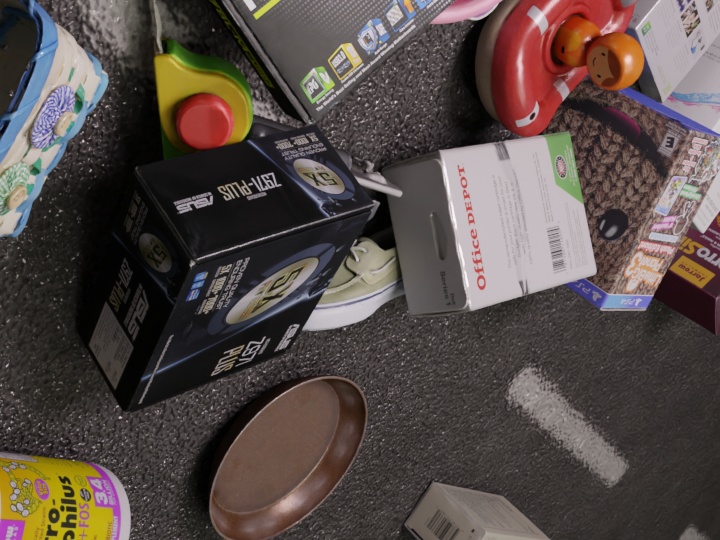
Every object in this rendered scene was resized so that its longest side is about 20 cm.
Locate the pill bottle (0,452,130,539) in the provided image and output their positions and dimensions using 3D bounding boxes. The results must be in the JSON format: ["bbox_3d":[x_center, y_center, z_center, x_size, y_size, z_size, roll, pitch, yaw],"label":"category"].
[{"bbox_3d":[-0.278,0.191,0.868,0.200,0.104,0.105,21,103,-53],"label":"pill bottle"}]

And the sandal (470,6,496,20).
[{"bbox_3d":[0.072,-0.264,0.927,0.202,0.050,0.083,18,104,-52],"label":"sandal"}]

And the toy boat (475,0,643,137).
[{"bbox_3d":[0.202,-0.207,1.051,0.200,0.131,0.131,-47,143,-8],"label":"toy boat"}]

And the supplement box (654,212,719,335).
[{"bbox_3d":[0.505,-0.023,1.560,0.200,0.110,0.086,-40,142,-18],"label":"supplement box"}]

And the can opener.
[{"bbox_3d":[-0.041,-0.078,0.954,0.199,0.053,0.067,11,110,-50],"label":"can opener"}]

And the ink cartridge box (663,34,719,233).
[{"bbox_3d":[0.415,-0.167,1.360,0.201,0.087,0.145,-56,144,0],"label":"ink cartridge box"}]

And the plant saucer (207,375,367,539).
[{"bbox_3d":[-0.078,0.183,1.146,0.200,0.034,0.201,-30,138,-30],"label":"plant saucer"}]

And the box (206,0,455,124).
[{"bbox_3d":[-0.020,-0.235,0.769,0.200,0.047,0.194,-41,124,-10],"label":"box"}]

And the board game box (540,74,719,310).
[{"bbox_3d":[0.260,-0.084,1.194,0.096,0.159,0.201,2,117,-48],"label":"board game box"}]

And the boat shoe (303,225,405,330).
[{"bbox_3d":[0.000,0.000,1.065,0.199,0.072,0.063,-24,117,-43],"label":"boat shoe"}]

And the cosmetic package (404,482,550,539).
[{"bbox_3d":[0.155,0.341,1.478,0.071,0.105,0.200,-56,143,7],"label":"cosmetic package"}]

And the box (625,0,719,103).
[{"bbox_3d":[0.362,-0.300,1.236,0.200,0.036,0.144,-49,144,-4],"label":"box"}]

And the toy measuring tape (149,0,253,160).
[{"bbox_3d":[-0.111,-0.150,0.802,0.073,0.073,0.201,-25,130,-33],"label":"toy measuring tape"}]

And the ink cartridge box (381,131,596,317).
[{"bbox_3d":[0.125,-0.046,1.085,0.199,0.084,0.147,-12,92,-42],"label":"ink cartridge box"}]

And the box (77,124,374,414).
[{"bbox_3d":[-0.106,0.001,0.864,0.163,0.086,0.200,-19,154,-39],"label":"box"}]

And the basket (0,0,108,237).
[{"bbox_3d":[-0.244,-0.106,0.629,0.177,0.139,0.200,-57,154,7],"label":"basket"}]

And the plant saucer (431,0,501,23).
[{"bbox_3d":[0.054,-0.288,0.845,0.199,0.051,0.202,-9,113,-23],"label":"plant saucer"}]
